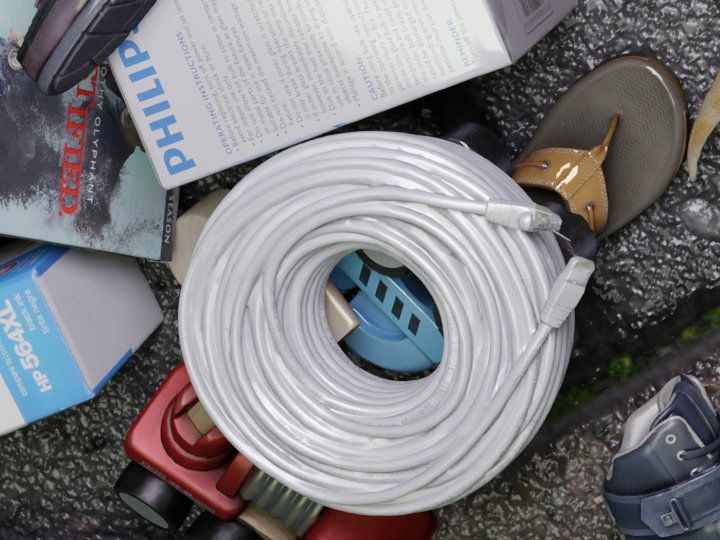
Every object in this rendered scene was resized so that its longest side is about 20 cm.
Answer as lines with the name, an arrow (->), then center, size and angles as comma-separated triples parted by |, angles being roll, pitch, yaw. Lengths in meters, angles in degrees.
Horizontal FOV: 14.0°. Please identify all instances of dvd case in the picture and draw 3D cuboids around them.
dvd case -> -0.162, -0.085, 1.582 | 0.022, 0.200, 0.146 | 4, 86, 33

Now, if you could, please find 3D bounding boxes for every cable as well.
cable -> 0.009, 0.024, 1.495 | 0.200, 0.069, 0.200 | 24, 112, 11

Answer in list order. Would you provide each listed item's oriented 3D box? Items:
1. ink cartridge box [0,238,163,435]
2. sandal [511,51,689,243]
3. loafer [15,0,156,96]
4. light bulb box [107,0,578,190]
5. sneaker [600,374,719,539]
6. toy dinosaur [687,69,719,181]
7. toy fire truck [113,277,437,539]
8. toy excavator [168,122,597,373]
ink cartridge box -> -0.233, 0.049, 1.679 | 0.200, 0.146, 0.084 | -21, 102, 18
sandal -> 0.101, -0.039, 1.621 | 0.200, 0.055, 0.082 | -36, 95, 20
loafer -> -0.111, -0.177, 1.423 | 0.063, 0.072, 0.200 | 41, 109, 10
light bulb box -> -0.013, -0.148, 1.543 | 0.200, 0.198, 0.125 | -19, 98, 19
sneaker -> 0.233, 0.120, 1.623 | 0.202, 0.077, 0.146 | -17, 103, 19
toy dinosaur -> 0.222, -0.141, 1.555 | 0.200, 0.058, 0.101 | -42, 85, 14
toy fire truck -> -0.033, 0.100, 1.619 | 0.176, 0.200, 0.129 | 35, 73, 3
toy excavator -> 0.000, 0.000, 1.616 | 0.194, 0.100, 0.200 | 45, 134, 3
